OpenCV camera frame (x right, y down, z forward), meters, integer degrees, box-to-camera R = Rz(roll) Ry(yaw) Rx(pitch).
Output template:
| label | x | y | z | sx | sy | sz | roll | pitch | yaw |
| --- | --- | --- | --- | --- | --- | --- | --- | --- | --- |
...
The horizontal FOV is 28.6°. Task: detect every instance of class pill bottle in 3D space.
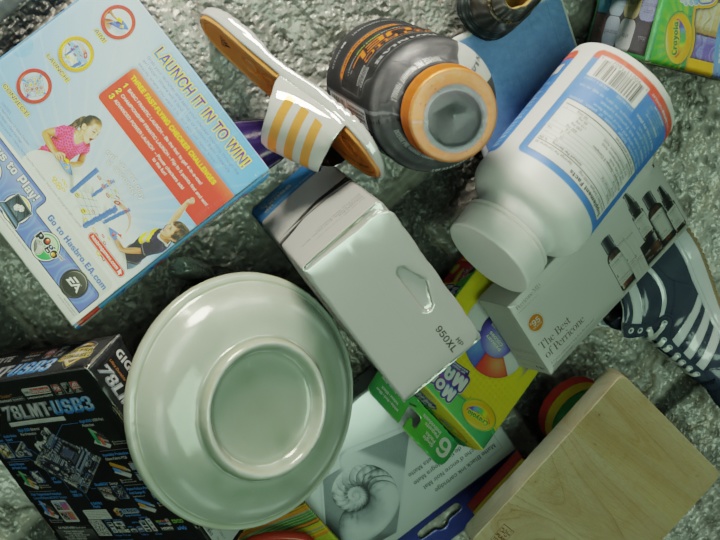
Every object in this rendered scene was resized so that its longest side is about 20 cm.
| label | x | y | z | sx | sy | sz | roll | pitch | yaw |
| --- | --- | --- | --- | --- | --- | --- | --- | --- | --- |
| pill bottle | 0.045 | -0.140 | 1.133 | 0.105 | 0.200 | 0.108 | -4 | 106 | -15 |
| pill bottle | 0.165 | -0.084 | 1.184 | 0.112 | 0.112 | 0.200 | 47 | 74 | -22 |

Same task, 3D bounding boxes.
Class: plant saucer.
| label | x | y | z | sx | sy | sz | roll | pitch | yaw |
| --- | --- | --- | --- | --- | --- | --- | --- | --- | --- |
| plant saucer | -0.082 | 0.104 | 1.086 | 0.198 | 0.050 | 0.203 | -4 | 97 | -31 |

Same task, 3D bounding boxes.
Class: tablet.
| label | x | y | z | sx | sy | sz | roll | pitch | yaw |
| --- | --- | --- | --- | --- | --- | --- | --- | --- | --- |
| tablet | 0.156 | -0.129 | 1.245 | 0.129 | 0.014 | 0.202 | -27 | 106 | -24 |

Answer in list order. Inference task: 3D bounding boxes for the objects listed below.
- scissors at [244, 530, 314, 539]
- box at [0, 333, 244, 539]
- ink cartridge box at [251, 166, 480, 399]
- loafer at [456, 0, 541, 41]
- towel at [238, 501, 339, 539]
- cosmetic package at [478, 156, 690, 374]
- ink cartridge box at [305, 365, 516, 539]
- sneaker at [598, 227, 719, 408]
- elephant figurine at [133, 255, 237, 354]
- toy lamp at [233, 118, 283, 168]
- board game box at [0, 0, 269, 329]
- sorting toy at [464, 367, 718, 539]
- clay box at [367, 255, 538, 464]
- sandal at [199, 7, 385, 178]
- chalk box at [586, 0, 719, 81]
| label | x | y | z | sx | sy | sz | roll | pitch | yaw |
| --- | --- | --- | --- | --- | --- | --- | --- | --- | --- |
| scissors | -0.136 | 0.263 | 1.265 | 0.197 | 0.014 | 0.074 | -1 | 126 | 1 |
| box | -0.216 | 0.152 | 1.153 | 0.050 | 0.199 | 0.200 | -49 | 117 | -42 |
| ink cartridge box | 0.000 | 0.000 | 1.159 | 0.084 | 0.200 | 0.145 | -39 | 111 | -3 |
| loafer | 0.160 | -0.281 | 1.184 | 0.072 | 0.072 | 0.201 | 33 | 81 | -17 |
| towel | -0.048 | 0.269 | 1.284 | 0.085 | 0.018 | 0.201 | -26 | 119 | 22 |
| cosmetic package | 0.200 | -0.008 | 1.244 | 0.200 | 0.050 | 0.083 | -45 | 114 | -18 |
| ink cartridge box | 0.041 | 0.186 | 1.308 | 0.199 | 0.041 | 0.201 | -37 | 112 | -4 |
| sneaker | 0.291 | 0.065 | 1.328 | 0.108 | 0.070 | 0.202 | -28 | 104 | -12 |
| elephant figurine | -0.136 | 0.101 | 1.197 | 0.155 | 0.141 | 0.200 | 46 | 107 | 7 |
| toy lamp | -0.160 | -0.078 | 1.172 | 0.198 | 0.058 | 0.059 | -19 | 109 | -7 |
| board game box | -0.207 | -0.093 | 1.110 | 0.195 | 0.056 | 0.201 | -38 | 91 | -8 |
| sorting toy | 0.208 | 0.202 | 1.325 | 0.199 | 0.070 | 0.200 | -48 | 127 | 1 |
| clay box | 0.105 | 0.066 | 1.256 | 0.115 | 0.047 | 0.201 | 46 | 68 | -22 |
| sandal | -0.066 | -0.127 | 1.135 | 0.206 | 0.079 | 0.059 | 40 | 78 | 16 |
| chalk box | 0.279 | -0.235 | 1.214 | 0.198 | 0.124 | 0.125 | 11 | 102 | -19 |
